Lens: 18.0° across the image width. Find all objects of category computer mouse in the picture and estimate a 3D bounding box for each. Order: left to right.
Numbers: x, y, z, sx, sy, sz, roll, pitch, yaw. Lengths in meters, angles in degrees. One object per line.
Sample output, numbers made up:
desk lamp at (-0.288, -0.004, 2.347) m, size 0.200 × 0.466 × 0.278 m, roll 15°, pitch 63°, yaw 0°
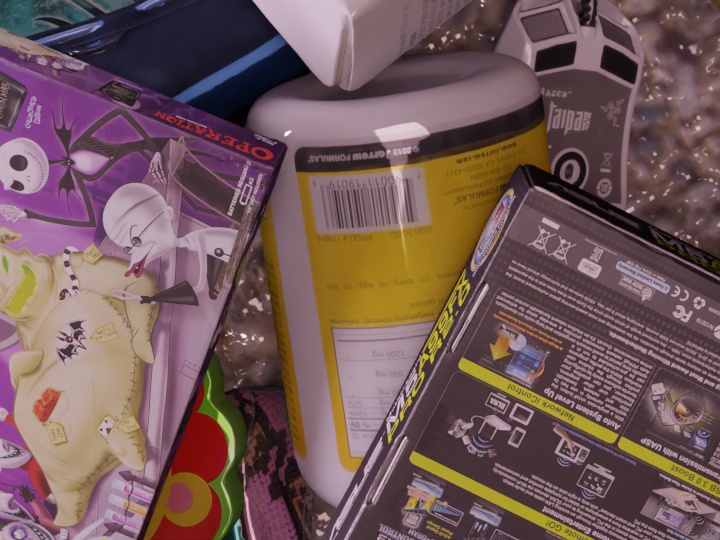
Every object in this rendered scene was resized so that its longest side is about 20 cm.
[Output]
computer mouse at (0.076, -0.077, 0.925) m, size 0.109 × 0.044 × 0.202 m, roll 5°, pitch 99°, yaw -34°

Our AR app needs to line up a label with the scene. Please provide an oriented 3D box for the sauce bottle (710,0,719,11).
sauce bottle at (0.176, -0.109, 0.886) m, size 0.065 × 0.065 × 0.200 m, roll -43°, pitch 99°, yaw 2°

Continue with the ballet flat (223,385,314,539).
ballet flat at (-0.025, 0.146, 0.942) m, size 0.071 × 0.069 × 0.202 m, roll -7°, pitch 94°, yaw -16°

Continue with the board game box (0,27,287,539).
board game box at (-0.114, 0.022, 0.822) m, size 0.119 × 0.032 × 0.201 m, roll 23°, pitch 116°, yaw 4°

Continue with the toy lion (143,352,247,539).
toy lion at (-0.153, 0.072, 0.904) m, size 0.200 × 0.069 × 0.192 m, roll 39°, pitch 99°, yaw 3°

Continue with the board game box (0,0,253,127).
board game box at (-0.107, -0.083, 0.883) m, size 0.135 × 0.028 × 0.201 m, roll 32°, pitch 65°, yaw -8°

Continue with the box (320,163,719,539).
box at (0.107, 0.078, 0.794) m, size 0.199 × 0.044 × 0.161 m, roll 26°, pitch 103°, yaw -6°

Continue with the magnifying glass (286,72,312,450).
magnifying glass at (0.000, 0.000, 0.933) m, size 0.079 × 0.022 × 0.202 m, roll -5°, pitch 87°, yaw -38°

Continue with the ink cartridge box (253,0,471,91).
ink cartridge box at (0.026, -0.183, 0.800) m, size 0.200 × 0.083 × 0.145 m, roll -39°, pitch 80°, yaw -9°

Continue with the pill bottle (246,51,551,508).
pill bottle at (0.024, 0.025, 0.860) m, size 0.111 × 0.112 × 0.202 m, roll -8°, pitch 104°, yaw -2°

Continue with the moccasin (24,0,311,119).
moccasin at (-0.047, -0.104, 0.853) m, size 0.199 × 0.081 × 0.068 m, roll -31°, pitch 80°, yaw -27°
